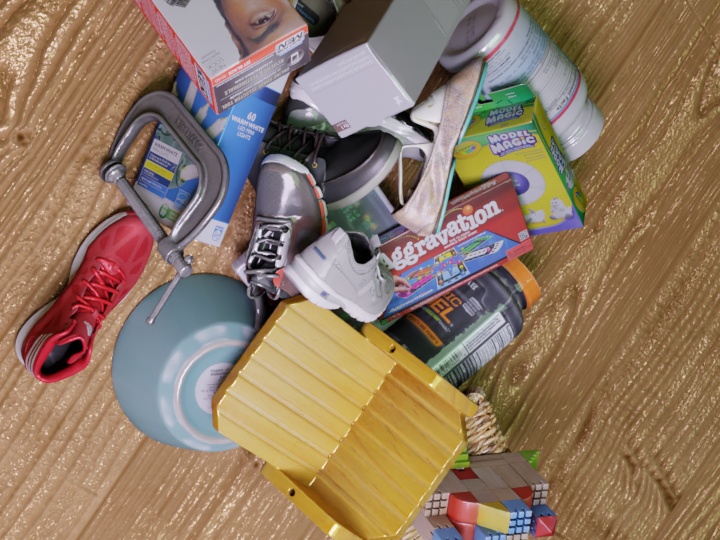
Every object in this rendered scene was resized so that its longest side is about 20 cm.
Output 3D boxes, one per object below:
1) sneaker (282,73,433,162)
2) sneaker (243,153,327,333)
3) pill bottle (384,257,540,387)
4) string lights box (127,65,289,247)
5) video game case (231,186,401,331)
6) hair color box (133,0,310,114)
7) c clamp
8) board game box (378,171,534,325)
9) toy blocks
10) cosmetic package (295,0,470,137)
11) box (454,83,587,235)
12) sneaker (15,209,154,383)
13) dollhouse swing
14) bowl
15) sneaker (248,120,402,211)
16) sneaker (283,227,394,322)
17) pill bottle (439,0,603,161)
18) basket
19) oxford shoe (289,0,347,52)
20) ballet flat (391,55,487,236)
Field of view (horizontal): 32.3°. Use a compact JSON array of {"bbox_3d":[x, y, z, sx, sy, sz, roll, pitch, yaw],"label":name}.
[{"bbox_3d":[0.002,-0.151,1.376,0.198,0.074,0.080,17,109,-24],"label":"sneaker"},{"bbox_3d":[-0.083,-0.018,1.281,0.082,0.076,0.202,-49,144,-53],"label":"sneaker"},{"bbox_3d":[0.119,0.065,1.469,0.199,0.106,0.107,-40,118,-11],"label":"pill bottle"},{"bbox_3d":[-0.155,-0.139,1.273,0.059,0.102,0.202,16,98,-49],"label":"string lights box"},{"bbox_3d":[-0.021,0.003,1.403,0.181,0.023,0.201,-40,126,-3],"label":"video game case"},{"bbox_3d":[-0.146,-0.261,1.199,0.110,0.201,0.064,-32,159,-14],"label":"hair color box"},{"bbox_3d":[-0.205,-0.077,1.241,0.171,0.201,0.027,-47,147,20],"label":"c clamp"},{"bbox_3d":[0.094,-0.023,1.408,0.198,0.019,0.104,-27,124,-3],"label":"board game box"},{"bbox_3d":[0.133,0.256,1.347,0.197,0.137,0.101,-1,111,-22],"label":"toy blocks"},{"bbox_3d":[0.028,-0.237,1.261,0.090,0.106,0.201,51,43,-22],"label":"cosmetic package"},{"bbox_3d":[0.171,-0.121,1.413,0.201,0.116,0.049,56,36,-38],"label":"box"},{"bbox_3d":[-0.267,0.035,1.269,0.078,0.115,0.201,35,88,-29],"label":"sneaker"},{"bbox_3d":[-0.020,0.155,1.287,0.201,0.181,0.176,-53,143,-3],"label":"dollhouse swing"},{"bbox_3d":[-0.160,0.116,1.351,0.198,0.105,0.204,-8,109,-24],"label":"bowl"},{"bbox_3d":[-0.055,-0.120,1.287,0.106,0.198,0.075,47,47,-27],"label":"sneaker"},{"bbox_3d":[0.000,0.000,1.281,0.082,0.075,0.200,-45,164,13],"label":"sneaker"},{"bbox_3d":[0.188,-0.215,1.418,0.200,0.109,0.109,40,86,-29],"label":"pill bottle"},{"bbox_3d":[0.064,0.214,1.462,0.199,0.143,0.150,-32,118,-8],"label":"basket"},{"bbox_3d":[-0.014,-0.250,1.341,0.199,0.058,0.076,30,87,-32],"label":"oxford shoe"},{"bbox_3d":[0.079,-0.138,1.330,0.066,0.068,0.203,16,96,-2],"label":"ballet flat"}]
